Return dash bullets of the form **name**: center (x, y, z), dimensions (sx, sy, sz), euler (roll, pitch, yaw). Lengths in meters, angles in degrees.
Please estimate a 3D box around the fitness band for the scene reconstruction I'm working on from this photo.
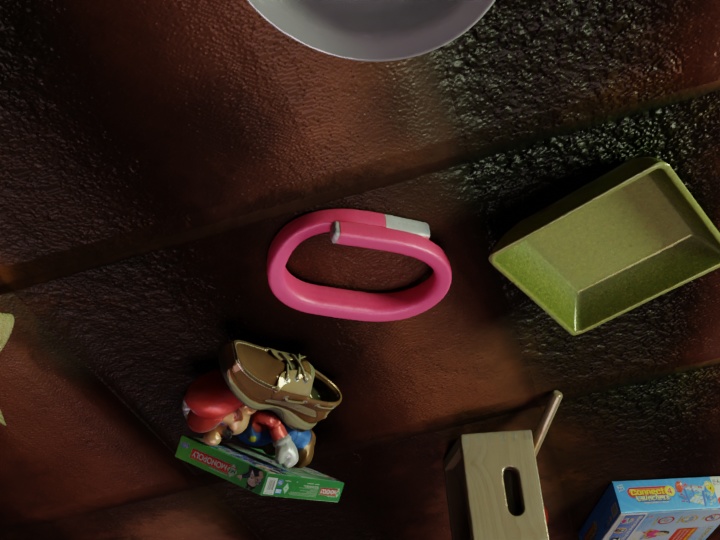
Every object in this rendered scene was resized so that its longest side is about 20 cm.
- **fitness band**: center (0.000, 0.000, 1.005), dimensions (0.197, 0.038, 0.144), euler (9, 139, -19)

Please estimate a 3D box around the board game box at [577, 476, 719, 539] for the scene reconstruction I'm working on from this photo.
- **board game box**: center (0.483, 0.415, 1.592), dimensions (0.192, 0.057, 0.202), euler (-1, 141, -9)

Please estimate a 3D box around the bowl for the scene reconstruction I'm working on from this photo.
- **bowl**: center (0.007, -0.246, 0.637), dimensions (0.197, 0.091, 0.203), euler (6, 140, 5)

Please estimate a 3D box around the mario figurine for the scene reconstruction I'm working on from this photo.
- **mario figurine**: center (-0.146, 0.196, 1.173), dimensions (0.122, 0.107, 0.200), euler (-24, 141, 23)

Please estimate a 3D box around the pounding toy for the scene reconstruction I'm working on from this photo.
- **pounding toy**: center (0.199, 0.290, 1.307), dimensions (0.139, 0.203, 0.185), euler (-3, 156, -6)

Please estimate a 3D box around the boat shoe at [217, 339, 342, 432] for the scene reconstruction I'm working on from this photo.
- **boat shoe**: center (-0.089, 0.124, 1.125), dimensions (0.073, 0.077, 0.200), euler (-28, 146, 16)

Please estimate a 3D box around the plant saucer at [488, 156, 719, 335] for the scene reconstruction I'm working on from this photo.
- **plant saucer**: center (0.258, -0.031, 1.001), dimensions (0.198, 0.048, 0.199), euler (-30, 137, 25)

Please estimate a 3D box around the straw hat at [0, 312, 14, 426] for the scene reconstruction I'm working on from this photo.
- **straw hat**: center (-0.397, 0.060, 0.968), dimensions (0.085, 0.200, 0.202), euler (-48, 144, -18)

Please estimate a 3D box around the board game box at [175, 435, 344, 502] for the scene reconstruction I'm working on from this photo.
- **board game box**: center (-0.121, 0.250, 1.204), dimensions (0.133, 0.030, 0.199), euler (15, 172, 29)
